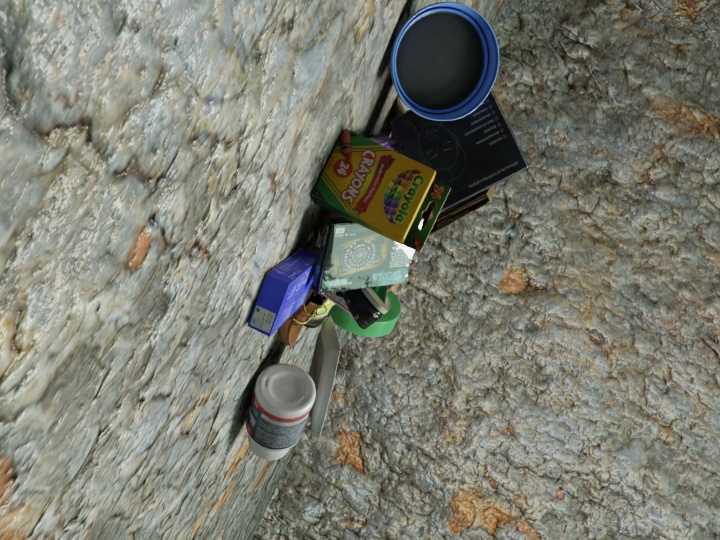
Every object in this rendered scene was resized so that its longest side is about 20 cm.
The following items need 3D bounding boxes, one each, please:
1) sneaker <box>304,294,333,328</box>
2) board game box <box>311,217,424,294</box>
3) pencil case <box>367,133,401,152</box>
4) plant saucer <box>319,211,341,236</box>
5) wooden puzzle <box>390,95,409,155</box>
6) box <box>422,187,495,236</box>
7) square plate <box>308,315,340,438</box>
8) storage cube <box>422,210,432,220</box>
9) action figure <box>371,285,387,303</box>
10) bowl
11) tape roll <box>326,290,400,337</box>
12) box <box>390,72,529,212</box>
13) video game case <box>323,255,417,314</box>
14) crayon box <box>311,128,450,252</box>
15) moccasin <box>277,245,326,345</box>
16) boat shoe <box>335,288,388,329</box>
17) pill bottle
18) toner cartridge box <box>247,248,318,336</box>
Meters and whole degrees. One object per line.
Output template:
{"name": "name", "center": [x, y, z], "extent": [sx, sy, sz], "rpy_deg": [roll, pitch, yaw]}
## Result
{"name": "sneaker", "center": [-0.069, 0.039, 1.649], "extent": [0.077, 0.075, 0.200], "rpy_deg": [112, 4, -48]}
{"name": "board game box", "center": [0.014, -0.031, 1.313], "extent": [0.199, 0.028, 0.136], "rpy_deg": [-6, 122, -36]}
{"name": "pencil case", "center": [0.026, -0.208, 1.384], "extent": [0.085, 0.084, 0.200], "rpy_deg": [-28, -172, 17]}
{"name": "plant saucer", "center": [0.005, -0.125, 1.385], "extent": [0.199, 0.038, 0.200], "rpy_deg": [-32, -176, 2]}
{"name": "wooden puzzle", "center": [0.123, -0.271, 1.684], "extent": [0.185, 0.046, 0.201], "rpy_deg": [99, -27, -72]}
{"name": "box", "center": [0.197, -0.122, 1.532], "extent": [0.163, 0.021, 0.200], "rpy_deg": [-29, -175, 17]}
{"name": "square plate", "center": [-0.083, 0.217, 1.569], "extent": [0.200, 0.028, 0.199], "rpy_deg": [-116, -142, -72]}
{"name": "storage cube", "center": [0.045, -0.109, 1.585], "extent": [0.201, 0.170, 0.180], "rpy_deg": [-65, 174, 9]}
{"name": "action figure", "center": [0.034, -0.045, 1.405], "extent": [0.055, 0.118, 0.201], "rpy_deg": [-24, 141, -35]}
{"name": "bowl", "center": [0.145, -0.366, 1.315], "extent": [0.202, 0.200, 0.039], "rpy_deg": [-66, -159, 12]}
{"name": "tape roll", "center": [-0.002, 0.078, 1.802], "extent": [0.201, 0.199, 0.048], "rpy_deg": [-56, 170, -61]}
{"name": "box", "center": [0.192, -0.241, 1.443], "extent": [0.199, 0.198, 0.124], "rpy_deg": [-26, 180, 13]}
{"name": "video game case", "center": [0.000, 0.000, 1.502], "extent": [0.200, 0.143, 0.017], "rpy_deg": [-48, -168, 33]}
{"name": "crayon box", "center": [0.036, -0.130, 1.216], "extent": [0.051, 0.199, 0.128], "rpy_deg": [85, 30, -80]}
{"name": "moccasin", "center": [-0.098, 0.054, 1.394], "extent": [0.074, 0.077, 0.202], "rpy_deg": [-45, 159, -75]}
{"name": "boat shoe", "center": [-0.027, 0.021, 1.404], "extent": [0.063, 0.202, 0.074], "rpy_deg": [-41, 151, 10]}
{"name": "pill bottle", "center": [-0.167, 0.292, 1.505], "extent": [0.120, 0.119, 0.201], "rpy_deg": [-60, 173, -46]}
{"name": "toner cartridge box", "center": [-0.122, 0.032, 1.242], "extent": [0.200, 0.043, 0.095], "rpy_deg": [-48, 162, -73]}
